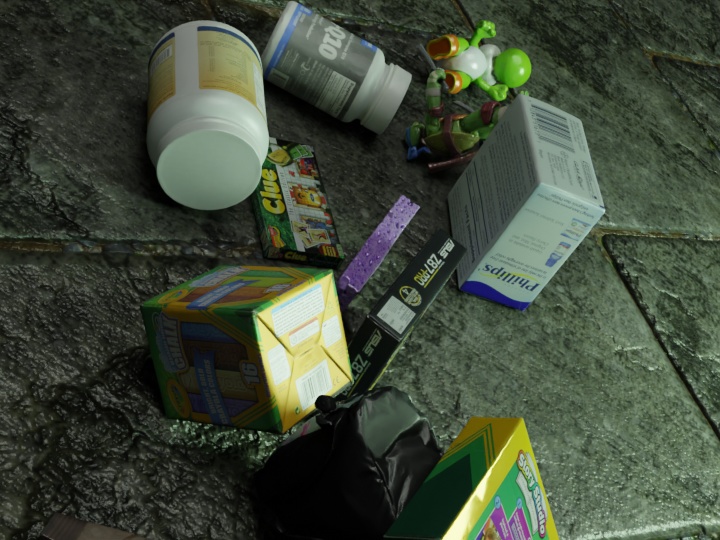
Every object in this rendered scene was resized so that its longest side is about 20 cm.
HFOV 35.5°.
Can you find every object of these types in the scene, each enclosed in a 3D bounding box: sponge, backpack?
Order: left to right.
[{"bbox_3d":[-0.007,0.202,1.033,0.125,0.199,0.169,-10,77,-38],"label":"backpack"},{"bbox_3d":[0.000,0.000,1.307,0.030,0.112,0.200,36,39,0],"label":"sponge"}]

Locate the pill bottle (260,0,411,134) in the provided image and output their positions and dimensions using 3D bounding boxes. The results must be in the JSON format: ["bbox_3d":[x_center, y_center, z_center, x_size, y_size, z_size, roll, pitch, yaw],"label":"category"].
[{"bbox_3d":[-0.036,-0.278,1.565,0.198,0.114,0.114,27,39,-9],"label":"pill bottle"}]

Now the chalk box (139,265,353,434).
[{"bbox_3d":[-0.127,0.070,1.105,0.198,0.126,0.124,2,21,36],"label":"chalk box"}]

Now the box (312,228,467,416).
[{"bbox_3d":[0.031,0.063,1.225,0.049,0.162,0.200,36,38,3],"label":"box"}]

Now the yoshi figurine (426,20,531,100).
[{"bbox_3d":[0.200,-0.327,1.786,0.199,0.113,0.112,-10,55,-48],"label":"yoshi figurine"}]

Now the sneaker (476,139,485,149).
[{"bbox_3d":[0.204,-0.164,1.663,0.076,0.077,0.200,21,34,11],"label":"sneaker"}]

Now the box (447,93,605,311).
[{"bbox_3d":[0.210,-0.087,1.472,0.104,0.201,0.185,19,41,-19],"label":"box"}]

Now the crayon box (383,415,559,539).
[{"bbox_3d":[0.108,0.254,0.948,0.172,0.058,0.202,-43,120,-50],"label":"crayon box"}]

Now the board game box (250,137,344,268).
[{"bbox_3d":[-0.089,-0.090,1.410,0.103,0.024,0.202,6,47,-27],"label":"board game box"}]

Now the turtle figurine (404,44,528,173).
[{"bbox_3d":[0.159,-0.239,1.594,0.192,0.145,0.201,4,44,31],"label":"turtle figurine"}]

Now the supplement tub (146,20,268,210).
[{"bbox_3d":[-0.183,-0.185,1.342,0.143,0.145,0.202,14,43,-23],"label":"supplement tub"}]

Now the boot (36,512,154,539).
[{"bbox_3d":[-0.218,0.285,0.898,0.145,0.070,0.201,33,39,-5],"label":"boot"}]
